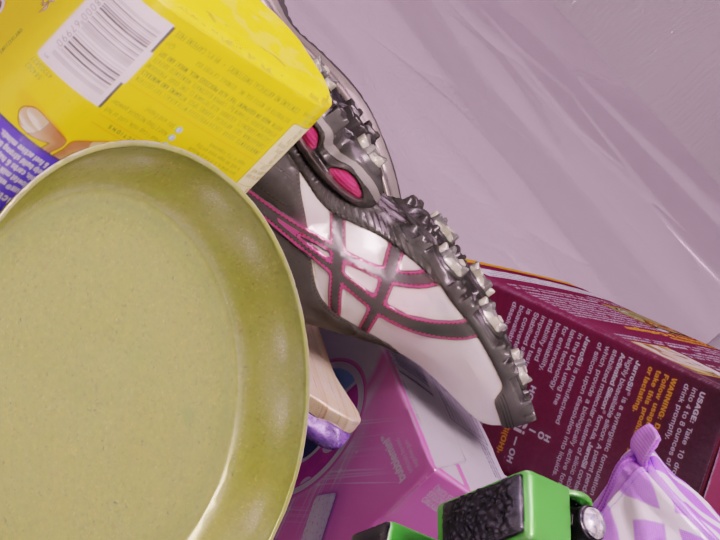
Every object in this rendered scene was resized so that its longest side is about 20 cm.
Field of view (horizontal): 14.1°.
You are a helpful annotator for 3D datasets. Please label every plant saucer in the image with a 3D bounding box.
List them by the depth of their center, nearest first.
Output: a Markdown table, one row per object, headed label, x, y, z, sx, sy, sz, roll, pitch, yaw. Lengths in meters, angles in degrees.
| label | x | y | z | sx | sy | sz | roll | pitch | yaw |
| --- | --- | --- | --- | --- | --- | --- | --- | --- | --- |
| plant saucer | -0.098 | 0.049 | 1.141 | 0.031 | 0.201 | 0.200 | 2 | -21 | 43 |

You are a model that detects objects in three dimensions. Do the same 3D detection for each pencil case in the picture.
| label | x | y | z | sx | sy | sz | roll | pitch | yaw |
| --- | --- | --- | --- | --- | --- | --- | --- | --- | --- |
| pencil case | 0.073 | 0.160 | 1.217 | 0.086 | 0.200 | 0.084 | 48 | 2 | -11 |

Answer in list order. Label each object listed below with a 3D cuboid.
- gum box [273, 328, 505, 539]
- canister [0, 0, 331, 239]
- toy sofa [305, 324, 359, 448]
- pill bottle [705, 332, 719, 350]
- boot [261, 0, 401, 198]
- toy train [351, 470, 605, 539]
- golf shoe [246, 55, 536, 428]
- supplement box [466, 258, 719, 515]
| label | x | y | z | sx | sy | sz | roll | pitch | yaw |
| --- | --- | --- | --- | --- | --- | --- | --- | --- | --- |
| gum box | -0.007 | 0.088 | 1.350 | 0.066 | 0.114 | 0.200 | 36 | 17 | -30 |
| canister | -0.126 | -0.042 | 1.193 | 0.148 | 0.200 | 0.087 | 31 | 20 | -44 |
| toy sofa | -0.077 | 0.034 | 1.328 | 0.097 | 0.083 | 0.200 | 30 | 19 | -26 |
| pill bottle | 0.154 | 0.127 | 1.522 | 0.120 | 0.200 | 0.120 | 41 | 15 | -14 |
| boot | -0.081 | -0.069 | 1.318 | 0.154 | 0.073 | 0.204 | -29 | 87 | -46 |
| toy train | 0.011 | 0.126 | 1.164 | 0.056 | 0.200 | 0.042 | 25 | 52 | -39 |
| golf shoe | 0.000 | 0.000 | 1.288 | 0.200 | 0.088 | 0.077 | 51 | 7 | -14 |
| supplement box | 0.125 | 0.069 | 1.406 | 0.110 | 0.086 | 0.200 | 11 | 11 | -47 |
